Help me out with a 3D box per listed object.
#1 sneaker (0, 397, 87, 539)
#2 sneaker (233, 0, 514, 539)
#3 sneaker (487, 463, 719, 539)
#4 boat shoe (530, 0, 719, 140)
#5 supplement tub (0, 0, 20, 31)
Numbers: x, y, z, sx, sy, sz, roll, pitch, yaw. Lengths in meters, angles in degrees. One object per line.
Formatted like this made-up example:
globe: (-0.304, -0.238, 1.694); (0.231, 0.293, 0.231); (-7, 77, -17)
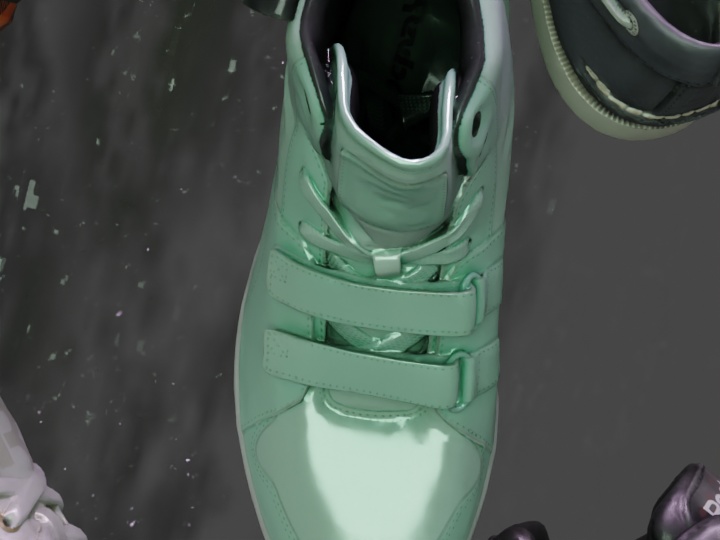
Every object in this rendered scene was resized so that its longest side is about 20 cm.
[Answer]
sneaker: (-0.098, 0.076, 0.781); (0.199, 0.073, 0.085); (27, 96, 7)
sneaker: (0.000, 0.000, 0.747); (0.073, 0.118, 0.202); (4, 92, 5)
sneaker: (0.115, 0.099, 0.758); (0.199, 0.071, 0.099); (-1, 93, 8)
boat shoe: (0.061, -0.136, 0.754); (0.072, 0.063, 0.201); (-13, 84, -15)
supplement tub: (-0.084, -0.163, 0.753); (0.122, 0.123, 0.201); (33, 94, 5)
